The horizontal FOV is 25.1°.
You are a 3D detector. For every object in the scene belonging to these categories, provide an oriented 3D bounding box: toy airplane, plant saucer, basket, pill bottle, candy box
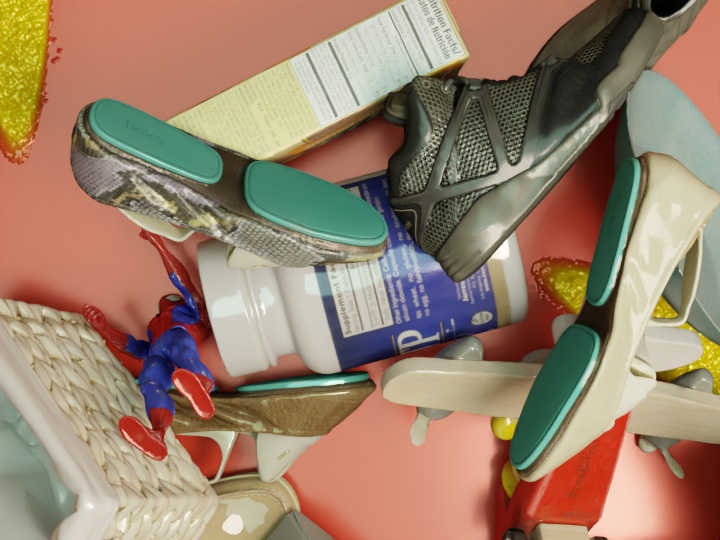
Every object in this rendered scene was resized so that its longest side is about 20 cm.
[{"bbox_3d":[0.134,0.085,1.041,0.198,0.141,0.201,-32,119,6],"label":"toy airplane"},{"bbox_3d":[0.208,-0.028,1.032,0.038,0.201,0.203,-26,91,28],"label":"plant saucer"},{"bbox_3d":[-0.198,0.122,0.999,0.200,0.123,0.136,47,114,32],"label":"basket"},{"bbox_3d":[0.000,0.000,1.051,0.197,0.120,0.121,-15,90,0],"label":"pill bottle"},{"bbox_3d":[-0.030,-0.111,1.051,0.198,0.115,0.056,-28,91,0],"label":"candy box"}]

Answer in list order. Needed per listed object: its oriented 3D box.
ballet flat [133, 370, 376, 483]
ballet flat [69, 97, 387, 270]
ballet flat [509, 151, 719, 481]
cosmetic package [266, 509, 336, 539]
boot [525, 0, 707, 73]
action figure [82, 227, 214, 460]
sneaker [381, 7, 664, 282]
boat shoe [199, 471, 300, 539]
[{"bbox_3d":[-0.087,0.104,1.076,0.197,0.068,0.073,-1,88,2],"label":"ballet flat"},{"bbox_3d":[-0.082,-0.039,0.973,0.198,0.072,0.073,22,90,-11],"label":"ballet flat"},{"bbox_3d":[0.149,0.034,0.919,0.069,0.069,0.202,21,99,0],"label":"ballet flat"},{"bbox_3d":[-0.061,0.275,1.056,0.107,0.090,0.200,40,92,-24],"label":"cosmetic package"},{"bbox_3d":[0.176,-0.161,1.045,0.068,0.131,0.200,41,90,0],"label":"boot"},{"bbox_3d":[-0.134,0.034,1.007,0.065,0.200,0.099,-38,103,6],"label":"action figure"},{"bbox_3d":[0.088,-0.101,0.966,0.114,0.076,0.200,44,89,2],"label":"sneaker"},{"bbox_3d":[-0.133,0.195,1.078,0.198,0.065,0.073,-22,91,0],"label":"boat shoe"}]
